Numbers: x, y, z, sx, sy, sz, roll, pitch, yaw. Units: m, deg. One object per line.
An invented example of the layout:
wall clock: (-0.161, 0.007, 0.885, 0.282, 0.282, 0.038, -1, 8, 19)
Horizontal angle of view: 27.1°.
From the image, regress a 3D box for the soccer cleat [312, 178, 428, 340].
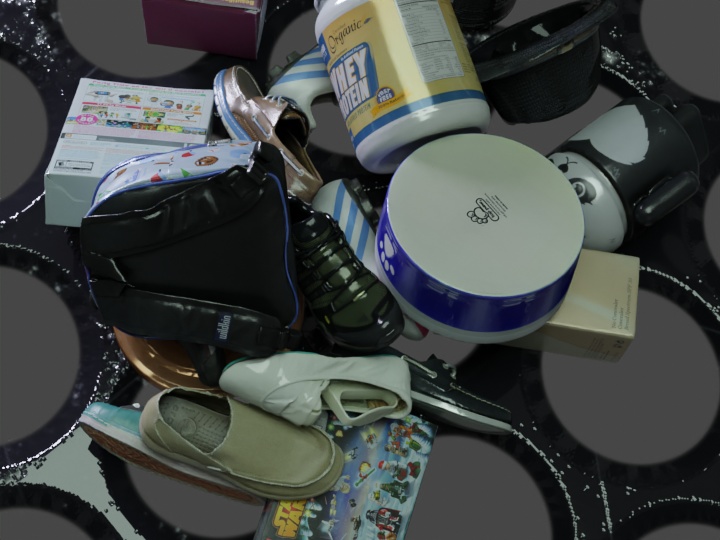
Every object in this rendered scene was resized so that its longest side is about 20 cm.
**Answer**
soccer cleat: (0.000, 0.000, 1.523, 0.086, 0.070, 0.201, -30, 63, 4)

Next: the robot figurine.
robot figurine: (0.272, -0.103, 1.559, 0.199, 0.150, 0.125, -36, 88, -17)

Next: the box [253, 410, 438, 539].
box: (-0.017, 0.219, 1.437, 0.136, 0.040, 0.202, 23, 68, -11)

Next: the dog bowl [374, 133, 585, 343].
dog bowl: (0.116, -0.034, 1.452, 0.198, 0.079, 0.202, 4, 54, -5)

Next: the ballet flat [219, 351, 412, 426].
ballet flat: (-0.033, 0.113, 1.382, 0.198, 0.069, 0.070, 2, 65, -32)

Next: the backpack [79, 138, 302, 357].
backpack: (-0.156, -0.029, 1.355, 0.188, 0.154, 0.202, -7, 112, -4)

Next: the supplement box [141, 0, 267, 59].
supplement box: (-0.158, -0.350, 1.638, 0.129, 0.103, 0.202, 9, 67, -1)

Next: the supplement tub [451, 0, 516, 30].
supplement tub: (0.127, -0.359, 1.611, 0.121, 0.200, 0.124, 2, 67, -4)

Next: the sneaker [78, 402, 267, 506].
sneaker: (-0.172, 0.160, 1.454, 0.198, 0.071, 0.081, 22, 67, -4)

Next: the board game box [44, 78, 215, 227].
board game box: (-0.228, -0.118, 1.508, 0.146, 0.065, 0.201, 5, 34, -2)

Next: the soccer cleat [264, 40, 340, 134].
soccer cleat: (-0.015, -0.229, 1.626, 0.200, 0.070, 0.086, -43, 87, -13)

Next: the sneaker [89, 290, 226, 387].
sneaker: (-0.204, 0.039, 1.469, 0.114, 0.076, 0.201, -17, 60, -5)

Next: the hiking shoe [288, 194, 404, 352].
hiking shoe: (-0.035, -0.002, 1.415, 0.076, 0.101, 0.200, -39, 51, -8)

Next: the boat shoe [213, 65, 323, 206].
boat shoe: (-0.088, -0.142, 1.547, 0.072, 0.072, 0.201, -37, 62, 21)

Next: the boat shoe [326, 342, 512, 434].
boat shoe: (0.062, 0.110, 1.486, 0.198, 0.076, 0.061, 19, 73, 3)

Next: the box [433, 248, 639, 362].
box: (0.178, 0.026, 1.526, 0.198, 0.078, 0.096, 8, 67, -1)

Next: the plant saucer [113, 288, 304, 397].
plant saucer: (-0.156, 0.033, 1.523, 0.198, 0.032, 0.203, 1, 68, -3)

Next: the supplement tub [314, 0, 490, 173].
supplement tub: (0.037, -0.215, 1.522, 0.143, 0.145, 0.202, -17, 79, -11)

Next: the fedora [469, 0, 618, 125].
fedora: (0.197, -0.216, 1.606, 0.199, 0.200, 0.092, -28, 107, -14)

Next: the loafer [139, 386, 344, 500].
loafer: (-0.112, 0.159, 1.381, 0.198, 0.068, 0.076, 13, 67, 3)
